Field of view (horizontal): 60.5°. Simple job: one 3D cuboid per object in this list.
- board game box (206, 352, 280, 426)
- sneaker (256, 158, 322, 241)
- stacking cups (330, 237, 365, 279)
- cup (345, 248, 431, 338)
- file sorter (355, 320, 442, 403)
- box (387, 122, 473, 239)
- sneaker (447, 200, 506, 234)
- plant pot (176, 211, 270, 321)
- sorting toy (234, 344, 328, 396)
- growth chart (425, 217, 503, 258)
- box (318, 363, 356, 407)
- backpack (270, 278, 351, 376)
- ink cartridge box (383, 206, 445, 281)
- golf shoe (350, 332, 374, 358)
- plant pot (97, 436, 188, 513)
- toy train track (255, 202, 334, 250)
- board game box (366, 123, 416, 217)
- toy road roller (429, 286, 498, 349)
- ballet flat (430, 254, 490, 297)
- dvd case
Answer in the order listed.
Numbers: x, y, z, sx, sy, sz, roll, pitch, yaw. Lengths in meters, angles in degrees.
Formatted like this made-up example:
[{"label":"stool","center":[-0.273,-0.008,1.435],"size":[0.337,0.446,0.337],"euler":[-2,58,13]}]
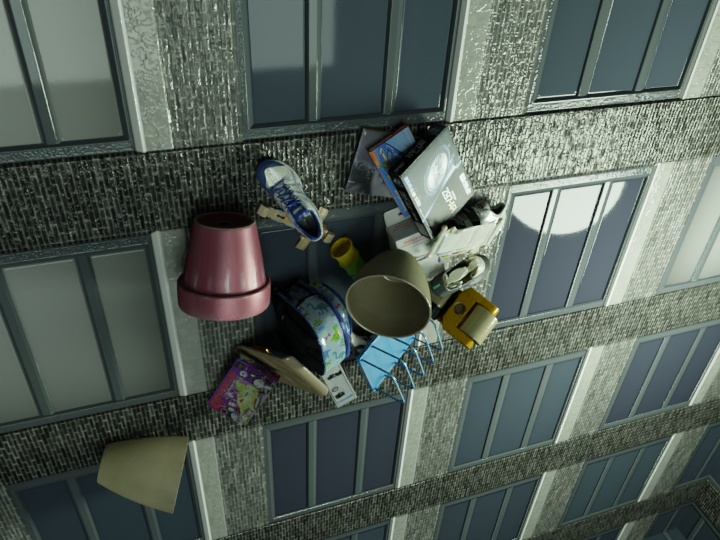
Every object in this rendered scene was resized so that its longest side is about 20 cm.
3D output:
[{"label":"board game box","center":[-0.298,0.304,1.562],"size":[0.119,0.032,0.201],"euler":[32,122,-7]},{"label":"sneaker","center":[-0.138,-0.147,1.287],"size":[0.075,0.088,0.200],"euler":[-40,119,3]},{"label":"stacking cups","center":[0.000,0.000,1.499],"size":[0.060,0.061,0.200],"euler":[-35,135,6]},{"label":"cup","center":[0.074,0.035,1.426],"size":[0.196,0.145,0.203],"euler":[8,135,8]},{"label":"file sorter","center":[0.109,0.219,1.608],"size":[0.201,0.121,0.140],"euler":[-49,138,-26]},{"label":"box","center":[0.161,-0.195,1.372],"size":[0.160,0.043,0.201],"euler":[-46,132,-14]},{"label":"sneaker","center":[0.272,-0.130,1.508],"size":[0.196,0.074,0.090],"euler":[-12,130,-28]},{"label":"plant pot","center":[-0.282,-0.018,1.283],"size":[0.196,0.200,0.183],"euler":[-3,111,-21]},{"label":"sorting toy","center":[-0.194,0.243,1.540],"size":[0.186,0.197,0.037],"euler":[51,55,-40]},{"label":"growth chart","center":[0.247,-0.072,1.463],"size":[0.196,0.018,0.145],"euler":[-11,152,-27]},{"label":"box","center":[-0.081,0.248,1.607],"size":[0.059,0.117,0.202],"euler":[-25,130,-2]},{"label":"backpack","center":[-0.102,0.128,1.451],"size":[0.145,0.199,0.186],"euler":[-28,133,-26]},{"label":"ink cartridge box","center":[0.132,-0.062,1.497],"size":[0.114,0.067,0.202],"euler":[-22,130,-6]},{"label":"golf shoe","center":[0.012,0.195,1.648],"size":[0.095,0.077,0.200],"euler":[-49,131,-10]},{"label":"plant pot","center":[-0.556,0.504,1.570],"size":[0.196,0.189,0.190],"euler":[14,120,-14]},{"label":"toy train track","center":[-0.140,-0.100,1.373],"size":[0.197,0.033,0.116],"euler":[21,115,-33]},{"label":"board game box","center":[0.099,-0.218,1.375],"size":[0.102,0.020,0.201],"euler":[-34,131,0]},{"label":"toy road roller","center":[0.255,0.108,1.604],"size":[0.124,0.199,0.146],"euler":[-50,161,-4]},{"label":"ballet flat","center":[0.259,0.005,1.525],"size":[0.197,0.073,0.074],"euler":[-26,134,-27]},{"label":"dvd case","center":[0.071,-0.233,1.376],"size":[0.196,0.016,0.151],"euler":[3,123,-26]}]
